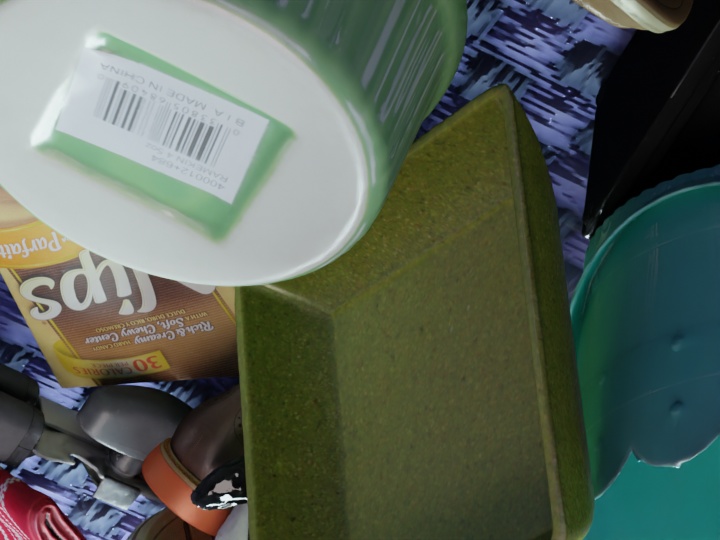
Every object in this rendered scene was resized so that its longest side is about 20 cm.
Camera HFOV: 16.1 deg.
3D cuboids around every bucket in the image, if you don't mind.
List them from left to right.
[{"bbox_3d":[0.180,0.052,1.053,0.207,0.135,0.207,1,150,0],"label":"bucket"}]

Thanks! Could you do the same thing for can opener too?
[{"bbox_3d":[-0.165,0.056,1.231,0.200,0.053,0.067,28,110,-27],"label":"can opener"}]

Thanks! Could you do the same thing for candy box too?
[{"bbox_3d":[-0.118,-0.032,1.197,0.115,0.055,0.200,-4,134,18],"label":"candy box"}]

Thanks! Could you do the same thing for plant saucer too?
[{"bbox_3d":[0.026,0.055,1.045,0.048,0.200,0.200,14,149,-34],"label":"plant saucer"}]

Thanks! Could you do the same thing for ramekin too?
[{"bbox_3d":[-0.065,-0.085,1.003,0.200,0.098,0.200,12,141,10],"label":"ramekin"}]

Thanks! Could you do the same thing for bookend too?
[{"bbox_3d":[0.223,-0.075,1.055,0.199,0.092,0.200,20,137,-9],"label":"bookend"}]

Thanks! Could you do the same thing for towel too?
[{"bbox_3d":[-0.194,0.121,1.307,0.200,0.022,0.145,26,158,39],"label":"towel"}]

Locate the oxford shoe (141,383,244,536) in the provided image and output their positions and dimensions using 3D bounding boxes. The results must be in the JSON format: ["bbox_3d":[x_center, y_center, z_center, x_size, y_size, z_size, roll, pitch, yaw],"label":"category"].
[{"bbox_3d":[-0.027,0.092,1.254,0.071,0.200,0.073,43,103,21],"label":"oxford shoe"}]

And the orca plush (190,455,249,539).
[{"bbox_3d":[-0.041,0.144,1.161,0.200,0.071,0.105,-37,134,2],"label":"orca plush"}]

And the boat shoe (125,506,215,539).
[{"bbox_3d":[-0.078,0.151,1.294,0.068,0.075,0.200,-20,173,24],"label":"boat shoe"}]

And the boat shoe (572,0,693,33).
[{"bbox_3d":[0.049,-0.160,0.969,0.201,0.073,0.063,38,142,-26],"label":"boat shoe"}]
